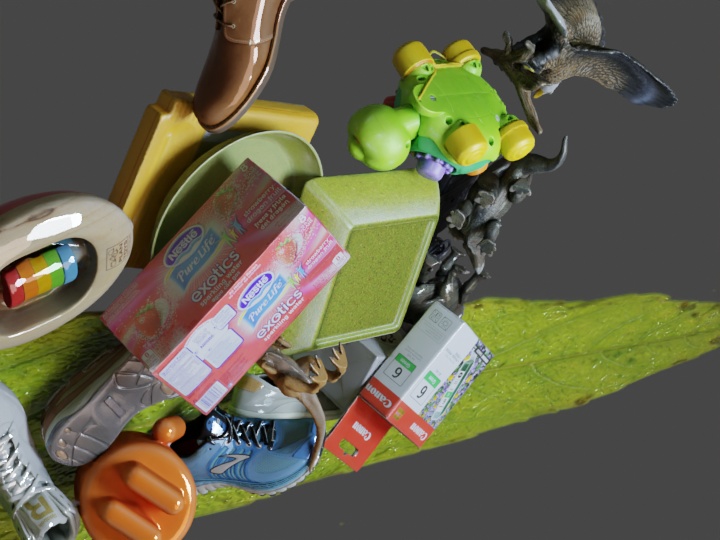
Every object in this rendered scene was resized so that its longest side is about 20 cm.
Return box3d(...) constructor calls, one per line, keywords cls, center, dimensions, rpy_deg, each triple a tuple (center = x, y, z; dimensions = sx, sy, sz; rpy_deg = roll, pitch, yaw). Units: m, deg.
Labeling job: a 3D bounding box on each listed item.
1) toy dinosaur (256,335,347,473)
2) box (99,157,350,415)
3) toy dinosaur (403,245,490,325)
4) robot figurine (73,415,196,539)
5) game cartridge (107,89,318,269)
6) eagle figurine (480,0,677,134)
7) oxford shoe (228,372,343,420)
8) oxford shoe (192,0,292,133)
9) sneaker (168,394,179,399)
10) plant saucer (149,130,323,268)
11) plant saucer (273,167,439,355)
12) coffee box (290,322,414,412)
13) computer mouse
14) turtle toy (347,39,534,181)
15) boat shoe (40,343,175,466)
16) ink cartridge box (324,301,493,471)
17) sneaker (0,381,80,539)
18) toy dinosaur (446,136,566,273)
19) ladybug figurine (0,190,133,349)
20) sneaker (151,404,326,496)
box3d(cls="toy dinosaur", center=(-0.062, 0.111, 1.484), dimensions=(0.200, 0.106, 0.061), rpy_deg=(50, 44, -28))
box3d(cls="box", center=(-0.122, 0.014, 1.347), dimensions=(0.200, 0.095, 0.103), rpy_deg=(-48, 144, -3))
box3d(cls="toy dinosaur", center=(0.082, 0.029, 1.695), dimensions=(0.103, 0.077, 0.200), rpy_deg=(-60, 160, 19))
box3d(cls="robot figurine", center=(-0.224, 0.219, 1.482), dimensions=(0.116, 0.200, 0.145), rpy_deg=(-4, 91, -15))
box3d(cls="game cartridge", center=(-0.144, -0.080, 1.397), dimensions=(0.199, 0.032, 0.177), rpy_deg=(-3, 125, -51))
box3d(cls="eagle figurine", center=(0.234, -0.233, 1.612), dimensions=(0.199, 0.151, 0.153), rpy_deg=(-13, 98, -25))
box3d(cls="oxford shoe", center=(-0.071, 0.137, 1.682), dimensions=(0.199, 0.075, 0.058), rpy_deg=(3, 96, -53))
box3d(cls="oxford shoe", center=(-0.105, -0.216, 1.276), dimensions=(0.071, 0.071, 0.201), rpy_deg=(16, 99, -51))
box3d(cls="sneaker", center=(-0.135, 0.066, 1.515), dimensions=(0.200, 0.078, 0.080), rpy_deg=(-40, 153, -8))
box3d(cls="plant saucer", center=(-0.121, -0.050, 1.401), dimensions=(0.199, 0.031, 0.201), rpy_deg=(-31, 143, -27))
box3d(cls="plant saucer", center=(0.000, 0.000, 1.516), dimensions=(0.199, 0.048, 0.201), rpy_deg=(-10, 126, -48))
box3d(cls="coffee box", center=(0.024, 0.100, 1.713), dimensions=(0.199, 0.113, 0.080), rpy_deg=(6, 119, -52))
box3d(cls="computer mouse", center=(0.059, -0.058, 1.661), dimensions=(0.140, 0.046, 0.201), rpy_deg=(-34, 156, -32))
box3d(cls="turtle toy", center=(0.072, -0.150, 1.511), dimensions=(0.199, 0.146, 0.101), rpy_deg=(-10, 152, -44))
box3d(cls="boat shoe", center=(-0.230, 0.099, 1.439), dimensions=(0.200, 0.072, 0.076), rpy_deg=(-38, 129, -11))
box3d(cls="ink cartridge box", center=(0.053, 0.140, 1.635), dimensions=(0.200, 0.050, 0.109), rpy_deg=(-51, 147, -4))
box3d(cls="sneaker", center=(-0.314, 0.187, 1.384), dimensions=(0.074, 0.116, 0.201), rpy_deg=(-36, 144, -17))
box3d(cls="toy dinosaur", center=(0.145, -0.082, 1.591), dimensions=(0.201, 0.077, 0.102), rpy_deg=(-59, -174, 27))
box3d(cls="ladybug figurine", center=(-0.283, -0.008, 1.260), dimensions=(0.199, 0.072, 0.136), rpy_deg=(-24, 139, -34))
box3d(cls="sneaker", center=(-0.133, 0.185, 1.572), dimensions=(0.199, 0.079, 0.090), rpy_deg=(-11, 133, 15))
